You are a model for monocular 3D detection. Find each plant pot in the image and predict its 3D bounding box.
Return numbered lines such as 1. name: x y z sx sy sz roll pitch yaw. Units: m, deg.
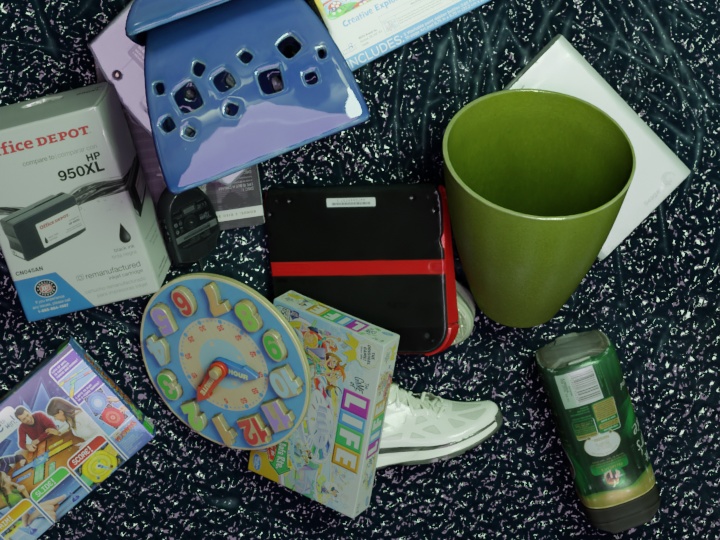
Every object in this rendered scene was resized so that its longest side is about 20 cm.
1. plant pot: -0.114 -0.188 1.606 0.199 0.200 0.181 -20 96 -1
2. plant pot: 0.166 -0.045 1.714 0.186 0.188 0.201 -1 136 -5

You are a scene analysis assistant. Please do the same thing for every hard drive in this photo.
1. hard drive: 0.228 -0.127 1.781 0.132 0.026 0.200 -45 102 6

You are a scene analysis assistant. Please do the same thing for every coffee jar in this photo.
1. coffee jar: 0.251 0.171 1.810 0.085 0.104 0.201 -18 104 2

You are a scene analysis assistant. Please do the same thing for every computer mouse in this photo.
1. computer mouse: -0.168 -0.002 1.764 0.058 0.034 0.201 -27 119 -30

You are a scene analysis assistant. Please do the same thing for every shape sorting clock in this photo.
1. shape sorting clock: -0.140 0.095 1.745 0.199 0.039 0.201 14 125 20

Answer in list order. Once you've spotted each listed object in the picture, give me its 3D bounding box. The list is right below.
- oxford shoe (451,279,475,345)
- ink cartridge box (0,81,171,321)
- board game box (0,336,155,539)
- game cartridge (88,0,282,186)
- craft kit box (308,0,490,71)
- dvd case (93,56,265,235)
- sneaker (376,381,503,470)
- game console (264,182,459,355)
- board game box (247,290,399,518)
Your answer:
1. oxford shoe: 0.041 -0.003 1.781 0.200 0.058 0.075 42 119 2
2. ink cartridge box: -0.288 -0.068 1.699 0.144 0.084 0.201 -13 111 8
3. board game box: -0.332 0.185 1.799 0.200 0.034 0.136 -40 102 5
4. game cartridge: -0.168 -0.187 1.715 0.133 0.041 0.200 -44 102 1
5. craft kit box: 0.028 -0.328 1.700 0.199 0.049 0.199 -27 106 -6
6. dvd case: -0.183 -0.135 1.750 0.148 0.016 0.202 -8 102 -4
7. sneaker: 0.045 0.140 1.800 0.199 0.076 0.116 -13 105 1
8. game console: 0.000 0.000 1.755 0.199 0.031 0.178 -1 99 20
9. board game box: -0.039 0.137 1.757 0.134 0.034 0.201 21 116 25
